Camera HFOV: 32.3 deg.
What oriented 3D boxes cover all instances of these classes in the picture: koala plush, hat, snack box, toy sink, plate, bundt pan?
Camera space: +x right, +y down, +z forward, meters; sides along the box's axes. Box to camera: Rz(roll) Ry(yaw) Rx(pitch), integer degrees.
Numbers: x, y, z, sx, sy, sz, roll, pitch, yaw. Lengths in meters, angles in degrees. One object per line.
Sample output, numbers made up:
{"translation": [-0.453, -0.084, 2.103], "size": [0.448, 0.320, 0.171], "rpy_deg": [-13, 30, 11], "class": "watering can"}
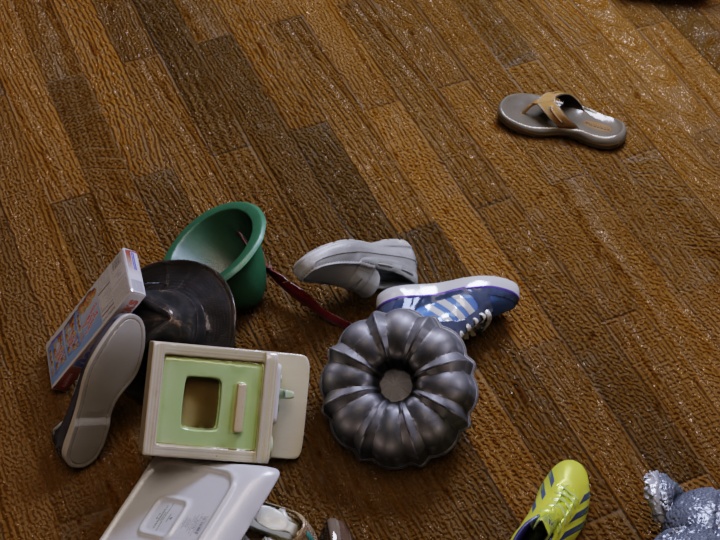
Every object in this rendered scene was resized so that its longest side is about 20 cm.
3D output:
{"translation": [0.377, 0.316, 1.372], "size": [0.176, 0.185, 0.200], "rpy_deg": [18, 40, 12], "class": "koala plush"}
{"translation": [-0.149, 0.029, 1.678], "size": [0.165, 0.176, 0.200], "rpy_deg": [-41, 35, -4], "class": "hat"}
{"translation": [-0.331, 0.063, 1.543], "size": [0.024, 0.200, 0.072], "rpy_deg": [17, 39, -38], "class": "snack box"}
{"translation": [-0.153, 0.155, 1.458], "size": [0.199, 0.112, 0.131], "rpy_deg": [7, 85, -13], "class": "toy sink"}
{"translation": [-0.212, 0.284, 1.391], "size": [0.199, 0.032, 0.200], "rpy_deg": [1, 46, 39], "class": "plate"}
{"translation": [-0.255, 0.067, 1.543], "size": [0.199, 0.081, 0.202], "rpy_deg": [-7, 73, 22], "class": "hat"}
{"translation": [0.043, 0.137, 1.504], "size": [0.200, 0.076, 0.203], "rpy_deg": [-2, 76, 7], "class": "bundt pan"}

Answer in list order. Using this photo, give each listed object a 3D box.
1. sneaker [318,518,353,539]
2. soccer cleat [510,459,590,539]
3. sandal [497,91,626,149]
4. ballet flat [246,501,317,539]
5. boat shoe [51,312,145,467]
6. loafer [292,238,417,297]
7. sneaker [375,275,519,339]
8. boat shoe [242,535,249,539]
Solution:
{"translation": [0.001, 0.372, 1.380], "size": [0.075, 0.071, 0.201], "rpy_deg": [3, 54, -21], "class": "sneaker"}
{"translation": [0.217, 0.292, 1.428], "size": [0.064, 0.084, 0.200], "rpy_deg": [24, 54, 18], "class": "soccer cleat"}
{"translation": [0.309, -0.238, 1.888], "size": [0.199, 0.054, 0.081], "rpy_deg": [15, 51, 10], "class": "sandal"}
{"translation": [-0.144, 0.280, 1.439], "size": [0.199, 0.065, 0.071], "rpy_deg": [13, 53, 9], "class": "ballet flat"}
{"translation": [-0.322, 0.135, 1.495], "size": [0.072, 0.201, 0.063], "rpy_deg": [13, 13, -47], "class": "boat shoe"}
{"translation": [0.000, 0.000, 1.639], "size": [0.199, 0.070, 0.070], "rpy_deg": [-5, 66, -39], "class": "loafer"}
{"translation": [0.121, 0.091, 1.605], "size": [0.199, 0.081, 0.147], "rpy_deg": [-3, 61, -11], "class": "sneaker"}
{"translation": [-0.182, 0.374, 1.356], "size": [0.068, 0.072, 0.200], "rpy_deg": [36, 62, 24], "class": "boat shoe"}
